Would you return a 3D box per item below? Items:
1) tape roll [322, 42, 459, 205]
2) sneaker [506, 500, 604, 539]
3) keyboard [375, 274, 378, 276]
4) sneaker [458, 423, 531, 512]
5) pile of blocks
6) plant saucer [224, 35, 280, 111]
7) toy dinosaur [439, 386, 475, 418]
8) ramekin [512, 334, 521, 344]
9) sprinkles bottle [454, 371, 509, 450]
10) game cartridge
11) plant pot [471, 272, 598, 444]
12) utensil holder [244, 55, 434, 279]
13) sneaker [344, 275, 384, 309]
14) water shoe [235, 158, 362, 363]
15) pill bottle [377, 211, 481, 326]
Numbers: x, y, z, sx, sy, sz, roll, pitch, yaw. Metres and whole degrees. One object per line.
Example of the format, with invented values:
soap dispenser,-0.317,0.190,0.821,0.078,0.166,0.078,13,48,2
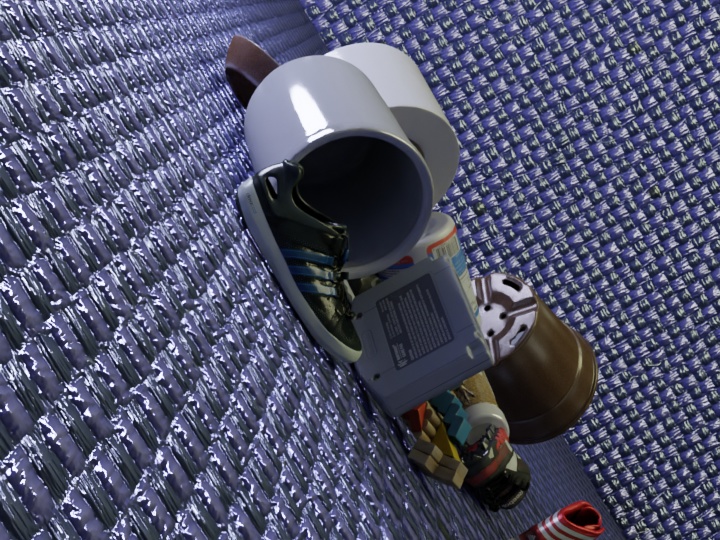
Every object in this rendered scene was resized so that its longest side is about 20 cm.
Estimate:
tape roll,0.010,-0.166,1.982,0.203,0.202,0.140,52,11,-45
sneaker,0.256,0.349,1.887,0.079,0.115,0.200,59,5,33
keyboard,0.000,0.000,1.960,0.200,0.039,0.105,50,35,-58
sneaker,0.160,0.239,1.868,0.098,0.071,0.200,57,5,7
pile of blocks,0.066,0.129,1.628,0.062,0.082,0.201,50,12,-51
plant saucer,-0.093,-0.181,1.802,0.200,0.034,0.200,46,-11,12
toy dinosaur,0.087,0.127,1.882,0.101,0.058,0.201,53,9,-31
ramekin,0.352,0.188,3.316,0.201,0.097,0.201,58,8,-12
sprinkles bottle,0.139,0.163,2.057,0.068,0.068,0.200,55,8,-29
game cartridge,0.054,0.066,1.590,0.201,0.132,0.041,-106,170,-60
plant pot,0.218,0.116,2.253,0.198,0.199,0.201,52,10,-48
utensil holder,-0.029,-0.114,1.631,0.170,0.169,0.201,54,7,-33
sneaker,0.049,0.054,1.791,0.201,0.087,0.076,60,7,7
water shoe,-0.040,-0.008,1.470,0.201,0.078,0.072,58,7,-8
pill bottle,0.088,0.038,1.966,0.112,0.111,0.202,-102,176,-70
